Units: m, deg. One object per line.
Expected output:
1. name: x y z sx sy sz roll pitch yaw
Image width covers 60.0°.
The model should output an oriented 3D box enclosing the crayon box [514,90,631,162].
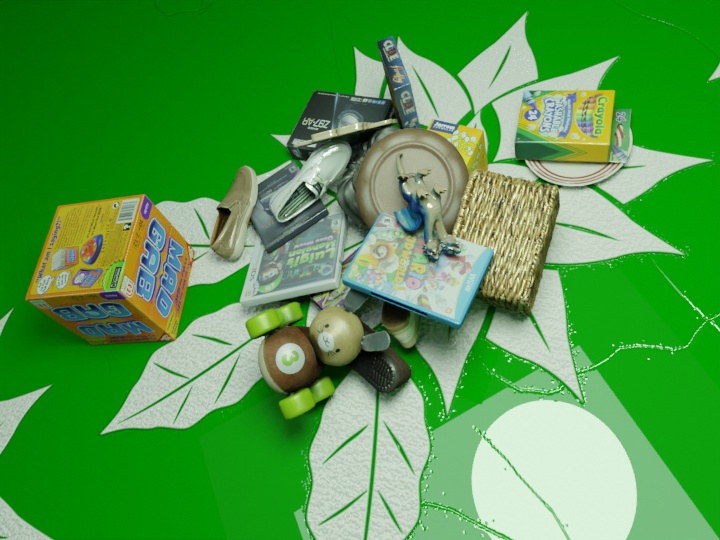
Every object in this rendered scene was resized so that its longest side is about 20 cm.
1. crayon box: 0.390 -0.267 1.145 0.195 0.052 0.128 6 63 21

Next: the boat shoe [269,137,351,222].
1. boat shoe: -0.088 -0.163 1.187 0.200 0.073 0.067 -44 36 11

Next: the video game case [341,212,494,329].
1. video game case: 0.088 -0.005 0.955 0.196 0.018 0.145 20 59 21

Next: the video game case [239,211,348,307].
1. video game case: -0.123 -0.023 1.176 0.195 0.024 0.185 -12 45 19

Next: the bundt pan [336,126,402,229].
1. bundt pan: 0.023 -0.182 1.156 0.203 0.075 0.203 -49 18 22

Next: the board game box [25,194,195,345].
1. board game box: -0.468 0.005 1.200 0.194 0.201 0.205 -4 59 15

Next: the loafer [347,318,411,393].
1. loafer: 0.013 0.138 1.058 0.200 0.070 0.074 43 114 41

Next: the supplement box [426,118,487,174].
1. supplement box: 0.147 -0.159 1.152 0.107 0.110 0.203 18 67 25

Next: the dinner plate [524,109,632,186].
1. dinner plate: 0.402 -0.236 1.167 0.195 0.024 0.205 -8 59 13

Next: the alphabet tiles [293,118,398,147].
1. alphabet tiles: -0.027 -0.264 1.187 0.191 0.200 0.015 -11 100 13

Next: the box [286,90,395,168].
1. box: -0.041 -0.301 1.335 0.196 0.044 0.163 14 66 24

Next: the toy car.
1. toy car: -0.053 0.111 0.988 0.197 0.157 0.167 -27 85 21

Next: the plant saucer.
1. plant saucer: 0.086 -0.138 1.042 0.195 0.037 0.206 0 90 7

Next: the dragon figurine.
1. dragon figurine: 0.088 -0.099 0.967 0.058 0.101 0.201 -16 43 -22

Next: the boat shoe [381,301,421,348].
1. boat shoe: 0.079 0.044 1.086 0.071 0.065 0.203 -18 38 22

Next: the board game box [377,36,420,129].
1. board game box: 0.083 -0.328 1.216 0.034 0.201 0.138 -17 57 5

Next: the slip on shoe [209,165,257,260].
1. slip on shoe: -0.261 -0.124 1.268 0.075 0.060 0.205 -5 69 47

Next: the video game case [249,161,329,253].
1. video game case: -0.159 -0.134 1.267 0.141 0.019 0.201 -33 44 -2

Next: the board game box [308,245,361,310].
1. board game box: 0.000 0.000 1.123 0.199 0.033 0.120 -41 20 -7

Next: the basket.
1. basket: 0.234 -0.044 1.031 0.146 0.142 0.205 14 84 22
